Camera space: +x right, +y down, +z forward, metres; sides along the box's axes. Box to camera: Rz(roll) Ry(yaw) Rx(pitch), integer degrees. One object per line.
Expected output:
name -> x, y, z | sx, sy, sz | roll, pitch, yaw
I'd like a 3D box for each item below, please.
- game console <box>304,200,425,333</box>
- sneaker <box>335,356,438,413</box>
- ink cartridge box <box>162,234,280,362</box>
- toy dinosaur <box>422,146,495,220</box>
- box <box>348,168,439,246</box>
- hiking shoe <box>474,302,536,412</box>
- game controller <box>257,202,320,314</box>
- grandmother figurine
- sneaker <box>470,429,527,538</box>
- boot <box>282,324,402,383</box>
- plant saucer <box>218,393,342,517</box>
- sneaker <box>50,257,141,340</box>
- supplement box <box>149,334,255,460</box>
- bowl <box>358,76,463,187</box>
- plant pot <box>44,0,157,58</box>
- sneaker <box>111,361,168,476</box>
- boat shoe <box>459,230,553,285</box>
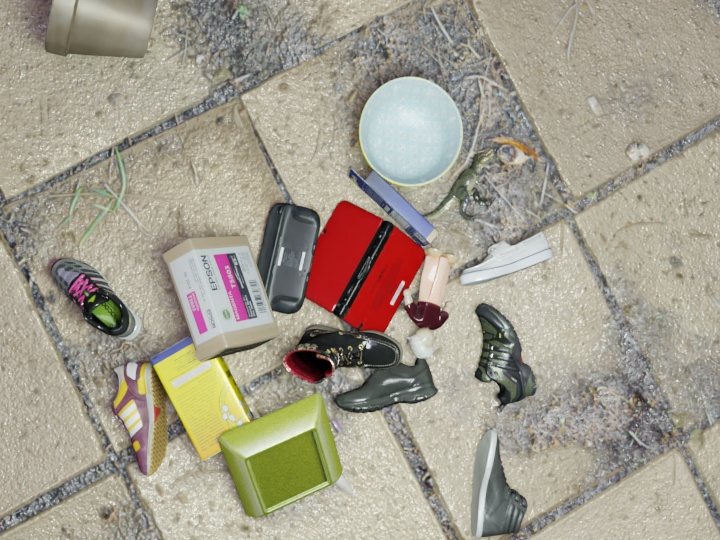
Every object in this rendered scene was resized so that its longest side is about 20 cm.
game console -> 0.000, 0.000, 1.532 | 0.171, 0.118, 0.203 | 34, 83, -34
sneaker -> 0.045, 0.215, 1.504 | 0.195, 0.076, 0.093 | -10, 78, -13
ink cartridge box -> -0.243, 0.044, 1.418 | 0.074, 0.164, 0.204 | -24, 83, 28
toy dinosaur -> 0.205, -0.144, 1.550 | 0.088, 0.048, 0.200 | 42, 84, 13
box -> 0.060, -0.125, 1.494 | 0.199, 0.121, 0.033 | 42, 87, -2
hiking shoe -> 0.256, 0.164, 1.519 | 0.099, 0.076, 0.203 | -27, 90, -10
game controller -> -0.140, -0.024, 1.505 | 0.102, 0.042, 0.205 | 13, 86, -1
grandmother figurine -> 0.130, 0.064, 1.509 | 0.119, 0.060, 0.205 | 15, 80, -21
sneaker -> 0.268, 0.405, 1.511 | 0.096, 0.071, 0.206 | 5, 91, -7
boot -> -0.033, 0.153, 1.427 | 0.195, 0.150, 0.075 | 12, 105, 15
plant saucer -> -0.132, 0.344, 1.423 | 0.196, 0.048, 0.204 | -21, 121, -13
sneaker -> -0.482, 0.049, 1.442 | 0.200, 0.087, 0.074 | 44, 83, -1
supplement box -> -0.280, 0.220, 1.442 | 0.108, 0.109, 0.203 | -28, 90, -7
bowl -> 0.087, -0.251, 1.512 | 0.194, 0.108, 0.206 | 0, 86, -6
plant pot -> -0.462, -0.470, 1.444 | 0.170, 0.199, 0.206 | 13, 85, -22
sneaker -> -0.405, 0.269, 1.452 | 0.088, 0.075, 0.206 | -3, 85, 9
boat shoe -> 0.275, -0.024, 1.543 | 0.196, 0.074, 0.067 | -17, 83, -17
